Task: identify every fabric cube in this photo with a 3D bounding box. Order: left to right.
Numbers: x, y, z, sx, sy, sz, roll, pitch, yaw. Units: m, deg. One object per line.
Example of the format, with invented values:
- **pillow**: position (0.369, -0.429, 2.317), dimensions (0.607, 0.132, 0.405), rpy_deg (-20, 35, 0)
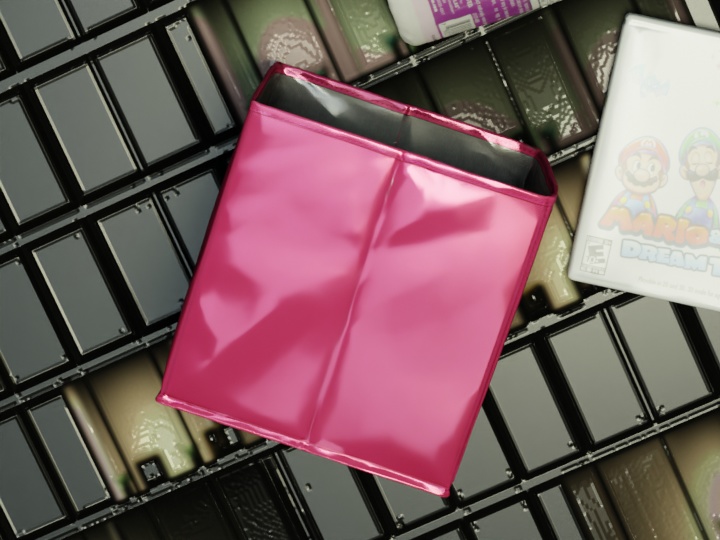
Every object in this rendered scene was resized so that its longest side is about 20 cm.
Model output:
- **fabric cube**: position (0.000, 0.000, 1.516), dimensions (0.199, 0.196, 0.200), rpy_deg (18, 101, -1)

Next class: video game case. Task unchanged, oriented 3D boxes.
- **video game case**: position (0.254, -0.062, 1.579), dimensions (0.199, 0.024, 0.183), rpy_deg (12, 101, 0)

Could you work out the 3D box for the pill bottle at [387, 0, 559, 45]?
- **pill bottle**: position (0.107, -0.224, 1.508), dimensions (0.199, 0.112, 0.113), rpy_deg (-18, 100, 5)
